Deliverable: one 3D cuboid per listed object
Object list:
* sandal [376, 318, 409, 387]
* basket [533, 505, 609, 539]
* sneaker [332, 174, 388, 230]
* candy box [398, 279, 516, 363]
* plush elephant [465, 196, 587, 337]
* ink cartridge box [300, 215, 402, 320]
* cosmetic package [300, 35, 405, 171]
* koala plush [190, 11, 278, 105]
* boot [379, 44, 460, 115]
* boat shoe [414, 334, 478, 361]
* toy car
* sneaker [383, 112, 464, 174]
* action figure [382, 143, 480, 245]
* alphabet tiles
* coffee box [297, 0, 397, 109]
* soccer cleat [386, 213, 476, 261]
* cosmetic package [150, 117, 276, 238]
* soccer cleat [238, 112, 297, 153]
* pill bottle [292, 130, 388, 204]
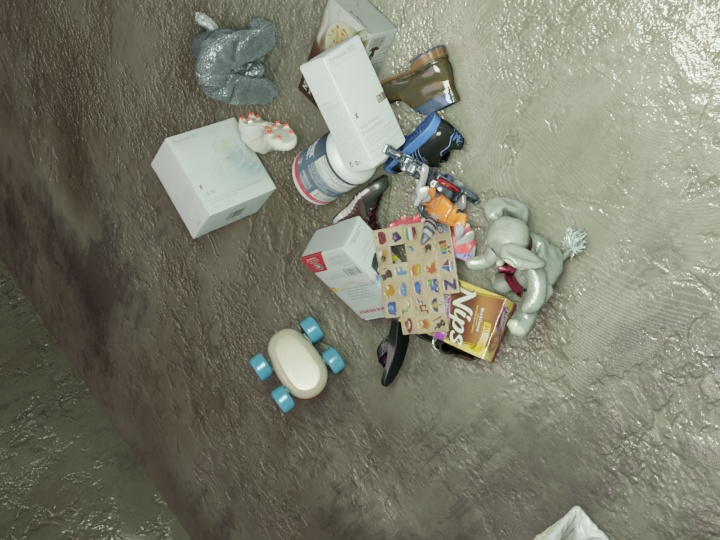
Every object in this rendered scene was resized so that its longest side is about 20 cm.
[{"bbox_3d":[0.069,0.151,1.535,0.047,0.075,0.204,24,118,28],"label":"sandal"},{"bbox_3d":[0.388,0.597,1.346,0.200,0.197,0.162,46,141,16],"label":"basket"},{"bbox_3d":[0.028,-0.104,1.449,0.116,0.075,0.200,53,148,1],"label":"sneaker"},{"bbox_3d":[0.178,0.078,1.349,0.198,0.056,0.119,22,89,36],"label":"candy box"},{"bbox_3d":[0.248,-0.022,1.174,0.153,0.166,0.201,27,125,-21],"label":"plush elephant"},{"bbox_3d":[0.000,0.000,1.453,0.144,0.084,0.200,-12,131,48],"label":"ink cartridge box"},{"bbox_3d":[-0.011,-0.286,1.250,0.073,0.102,0.203,-2,122,48],"label":"cosmetic package"},{"bbox_3d":[-0.295,-0.454,1.530,0.200,0.181,0.180,40,136,40],"label":"koala plush"},{"bbox_3d":[0.088,-0.301,1.266,0.199,0.074,0.099,-25,90,48],"label":"boot"},{"bbox_3d":[0.168,0.128,1.421,0.198,0.067,0.073,17,124,42],"label":"boat shoe"},{"bbox_3d":[-0.154,0.240,1.780,0.178,0.183,0.200,52,168,10],"label":"toy car"},{"bbox_3d":[0.110,-0.209,1.298,0.077,0.071,0.199,32,158,-13],"label":"sneaker"},{"bbox_3d":[0.108,-0.124,1.234,0.197,0.194,0.106,29,106,-8],"label":"action figure"},{"bbox_3d":[0.106,0.015,1.338,0.164,0.007,0.205,-7,93,34],"label":"alphabet tiles"},{"bbox_3d":[-0.027,-0.389,1.334,0.115,0.079,0.201,47,137,16],"label":"coffee box"},{"bbox_3d":[0.130,-0.056,1.365,0.197,0.066,0.078,10,122,40],"label":"soccer cleat"},{"bbox_3d":[-0.336,-0.216,1.662,0.202,0.198,0.123,57,140,5],"label":"cosmetic package"},{"bbox_3d":[-0.201,-0.288,1.588,0.199,0.069,0.079,30,136,42],"label":"soccer cleat"},{"bbox_3d":[-0.035,-0.215,1.407,0.198,0.119,0.121,-23,94,49],"label":"pill bottle"}]
